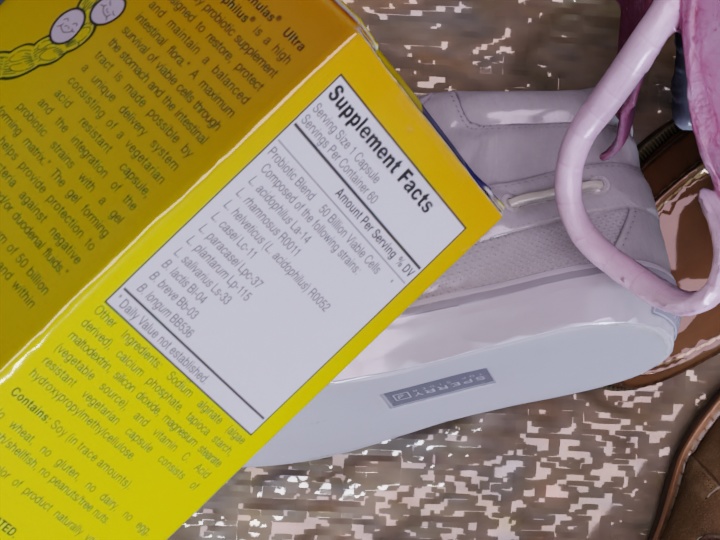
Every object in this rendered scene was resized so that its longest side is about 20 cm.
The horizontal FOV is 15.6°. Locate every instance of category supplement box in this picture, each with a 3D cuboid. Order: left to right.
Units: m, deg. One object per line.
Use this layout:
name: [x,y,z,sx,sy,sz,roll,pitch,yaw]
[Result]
supplement box: [-0.077,-0.003,0.770,0.200,0.110,0.109,-43,142,-1]

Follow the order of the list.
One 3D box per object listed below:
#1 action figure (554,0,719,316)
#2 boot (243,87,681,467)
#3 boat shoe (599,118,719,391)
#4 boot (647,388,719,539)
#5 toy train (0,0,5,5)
action figure: [0.103,-0.115,0.767,0.149,0.134,0.201,-38,143,-32]
boot: [0.000,0.000,0.851,0.198,0.074,0.096,-11,64,5]
boat shoe: [0.146,-0.034,0.862,0.200,0.068,0.072,-42,100,-3]
boot: [0.126,0.102,0.864,0.073,0.075,0.201,36,87,-7]
toy train: [-0.135,-0.122,0.812,0.113,0.085,0.202,-9,95,-18]
